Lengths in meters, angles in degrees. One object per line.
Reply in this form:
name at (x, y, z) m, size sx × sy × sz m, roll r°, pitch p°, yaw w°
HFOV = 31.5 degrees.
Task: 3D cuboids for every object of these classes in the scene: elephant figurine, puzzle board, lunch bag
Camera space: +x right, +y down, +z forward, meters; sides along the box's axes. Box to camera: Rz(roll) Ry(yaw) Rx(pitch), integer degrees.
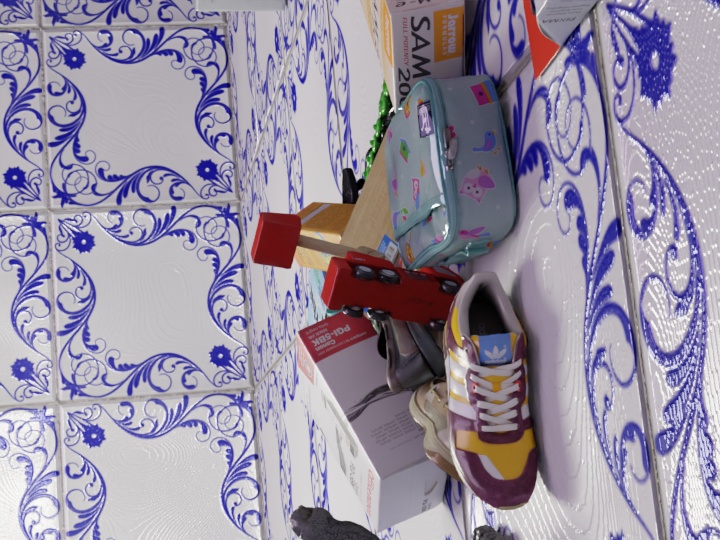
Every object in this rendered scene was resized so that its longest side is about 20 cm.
elephant figurine at (0.036, 0.304, 1.176) m, size 0.142 × 0.199 × 0.156 m, roll 103°, pitch 160°, yaw -54°
puzzle board at (0.029, -0.059, 1.379) m, size 0.201 × 0.017 × 0.151 m, roll -67°, pitch 25°, yaw 9°
lunch bag at (0.077, -0.083, 1.173) m, size 0.200 × 0.077 × 0.161 m, roll 134°, pitch 132°, yaw -75°

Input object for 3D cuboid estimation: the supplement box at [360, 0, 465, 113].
supplement box at (0.044, -0.269, 1.247) m, size 0.126 × 0.073 × 0.200 m, roll 85°, pitch 173°, yaw -49°

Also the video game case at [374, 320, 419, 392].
video game case at (0.043, 0.123, 1.507) m, size 0.200 × 0.022 × 0.182 m, roll 92°, pitch 167°, yaw -47°

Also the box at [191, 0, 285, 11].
box at (-0.235, -0.600, 2.394) m, size 0.200 × 0.171 × 0.200 m, roll -117°, pitch 26°, yaw -66°

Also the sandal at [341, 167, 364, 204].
sandal at (-0.002, -0.089, 1.693) m, size 0.200 × 0.045 × 0.075 m, roll 93°, pitch 176°, yaw -82°

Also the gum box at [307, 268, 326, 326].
gum box at (-0.046, 0.072, 1.941) m, size 0.170 × 0.044 × 0.200 m, roll -107°, pitch 17°, yaw -50°

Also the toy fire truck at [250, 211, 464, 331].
toy fire truck at (0.000, 0.000, 1.271) m, size 0.141 × 0.199 × 0.049 m, roll -124°, pitch 46°, yaw -63°

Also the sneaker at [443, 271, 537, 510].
sneaker at (0.108, 0.099, 1.077) m, size 0.090 × 0.075 × 0.201 m, roll 95°, pitch 166°, yaw -60°

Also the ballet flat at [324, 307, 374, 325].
ballet flat at (-0.004, 0.028, 1.608) m, size 0.069 × 0.068 × 0.200 m, roll 61°, pitch -154°, yaw -26°

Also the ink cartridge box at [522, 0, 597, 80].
ink cartridge box at (0.130, -0.250, 0.939) m, size 0.200 × 0.057 × 0.163 m, roll 134°, pitch 132°, yaw -69°

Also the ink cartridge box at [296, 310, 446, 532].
ink cartridge box at (0.009, 0.163, 1.393) m, size 0.200 × 0.083 × 0.147 m, roll 58°, pitch 162°, yaw 30°

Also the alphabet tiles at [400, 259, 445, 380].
alphabet tiles at (0.066, 0.045, 1.434) m, size 0.200 × 0.015 × 0.196 m, roll -113°, pitch 22°, yaw -59°

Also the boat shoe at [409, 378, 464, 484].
boat shoe at (0.094, 0.137, 1.211) m, size 0.065 × 0.072 × 0.200 m, roll -54°, pitch 7°, yaw 9°

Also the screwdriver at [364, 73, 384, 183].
screwdriver at (0.022, -0.175, 1.552) m, size 0.200 × 0.028 × 0.029 m, roll 94°, pitch -164°, yaw -47°

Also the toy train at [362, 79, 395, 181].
toy train at (0.034, -0.171, 1.481) m, size 0.200 × 0.042 × 0.057 m, roll 104°, pitch 170°, yaw -56°

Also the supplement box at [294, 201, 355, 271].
supplement box at (-0.029, -0.041, 1.585) m, size 0.067 × 0.069 × 0.200 m, roll 61°, pitch 159°, yaw -16°

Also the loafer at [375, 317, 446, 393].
loafer at (0.038, 0.070, 1.316) m, size 0.072 × 0.063 × 0.200 m, roll 56°, pitch -179°, yaw -16°
